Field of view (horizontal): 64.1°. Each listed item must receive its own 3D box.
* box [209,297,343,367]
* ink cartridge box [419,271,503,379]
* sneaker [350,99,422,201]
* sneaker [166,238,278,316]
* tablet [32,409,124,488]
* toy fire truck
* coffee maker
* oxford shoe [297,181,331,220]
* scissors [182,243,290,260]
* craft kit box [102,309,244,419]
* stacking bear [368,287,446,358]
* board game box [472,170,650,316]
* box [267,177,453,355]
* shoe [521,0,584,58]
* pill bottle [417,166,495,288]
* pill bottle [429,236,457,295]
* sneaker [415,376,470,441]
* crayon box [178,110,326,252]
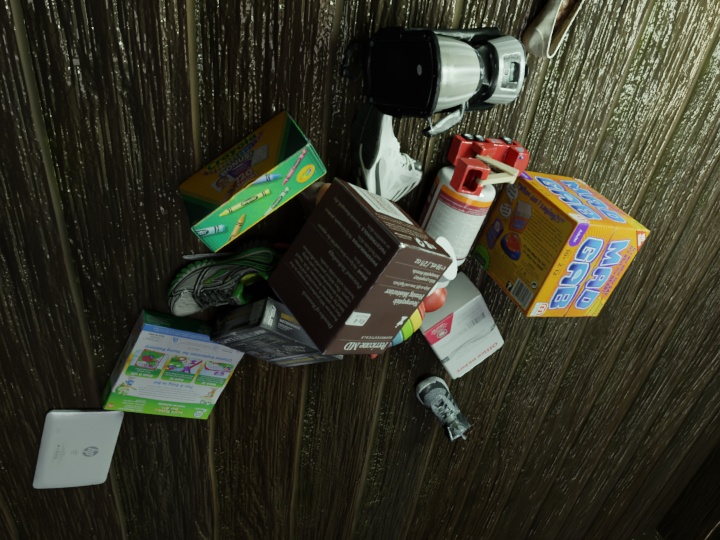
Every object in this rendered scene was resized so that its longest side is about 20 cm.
[{"bbox_3d":[-0.139,0.109,0.959,0.157,0.049,0.199,25,155,-29],"label":"box"},{"bbox_3d":[0.211,0.123,1.247,0.144,0.084,0.201,-35,134,1],"label":"ink cartridge box"},{"bbox_3d":[0.048,-0.192,0.936,0.114,0.076,0.203,-19,140,-25],"label":"sneaker"},{"bbox_3d":[-0.223,0.023,0.928,0.197,0.086,0.078,-26,137,3],"label":"sneaker"},{"bbox_3d":[-0.524,0.332,1.068,0.128,0.014,0.202,7,121,-32],"label":"tablet"},{"bbox_3d":[0.220,-0.180,0.977,0.197,0.142,0.049,-1,126,-27],"label":"toy fire truck"},{"bbox_3d":[0.110,-0.296,0.830,0.198,0.192,0.136,-17,141,-38],"label":"coffee maker"},{"bbox_3d":[-0.049,-0.087,0.968,0.072,0.072,0.201,-60,154,-20],"label":"oxford shoe"},{"bbox_3d":[-0.191,-0.029,0.964,0.197,0.014,0.074,14,125,-32],"label":"scissors"},{"bbox_3d":[-0.328,0.175,1.030,0.198,0.049,0.199,18,112,-37],"label":"craft kit box"},{"bbox_3d":[0.078,0.075,1.128,0.198,0.114,0.122,-30,134,-10],"label":"stacking bear"},{"bbox_3d":[0.380,-0.052,1.121,0.197,0.201,0.202,2,125,-29],"label":"board game box"},{"bbox_3d":[0.000,0.000,0.881,0.165,0.164,0.201,10,121,-54],"label":"box"},{"bbox_3d":[0.330,-0.430,0.901,0.069,0.054,0.202,11,119,-34],"label":"shoe"},{"bbox_3d":[0.157,-0.076,1.046,0.108,0.110,0.202,3,124,-29],"label":"pill bottle"},{"bbox_3d":[0.065,0.006,1.001,0.198,0.106,0.104,-19,143,35],"label":"pill bottle"},{"bbox_3d":[0.207,0.340,1.393,0.075,0.114,0.200,-36,133,3],"label":"sneaker"},{"bbox_3d":[-0.158,-0.131,0.829,0.199,0.119,0.058,-35,134,1],"label":"crayon box"}]
